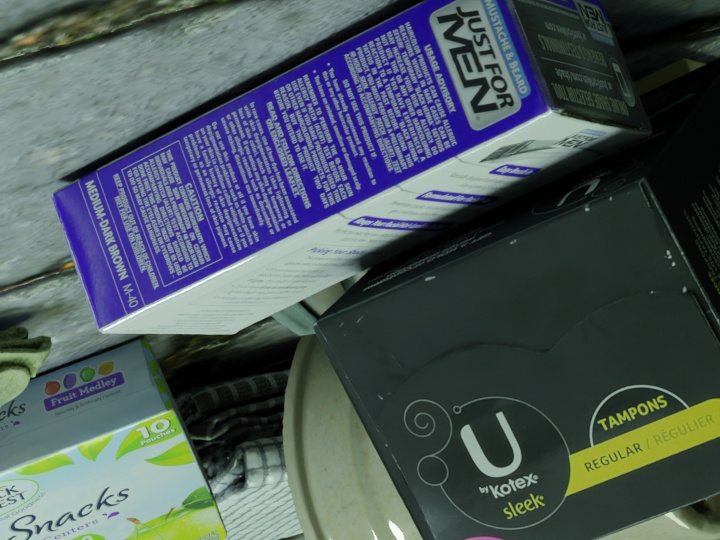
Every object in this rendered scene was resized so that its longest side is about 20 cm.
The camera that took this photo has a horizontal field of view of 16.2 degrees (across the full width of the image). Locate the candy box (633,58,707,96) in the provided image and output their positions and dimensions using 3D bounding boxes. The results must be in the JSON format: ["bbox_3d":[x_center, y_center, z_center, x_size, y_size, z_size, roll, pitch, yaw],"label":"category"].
[{"bbox_3d":[0.150,-0.047,1.216,0.115,0.055,0.200,-25,168,25],"label":"candy box"}]

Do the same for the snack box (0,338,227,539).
[{"bbox_3d":[-0.182,0.122,1.307,0.200,0.053,0.142,-21,145,-3],"label":"snack box"}]

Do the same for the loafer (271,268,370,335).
[{"bbox_3d":[0.000,0.000,1.145,0.063,0.072,0.200,-29,165,10],"label":"loafer"}]

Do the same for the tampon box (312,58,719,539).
[{"bbox_3d":[0.099,0.018,1.032,0.150,0.126,0.200,-25,-172,24],"label":"tampon box"}]

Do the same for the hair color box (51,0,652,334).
[{"bbox_3d":[-0.003,-0.041,0.956,0.200,0.065,0.109,-24,169,22],"label":"hair color box"}]

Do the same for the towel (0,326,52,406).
[{"bbox_3d":[-0.246,0.078,1.137,0.200,0.036,0.148,-29,165,35],"label":"towel"}]

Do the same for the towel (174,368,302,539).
[{"bbox_3d":[-0.062,0.106,1.489,0.166,0.086,0.200,-9,163,-34],"label":"towel"}]

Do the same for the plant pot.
[{"bbox_3d":[0.096,0.079,1.261,0.183,0.200,0.200,-16,174,39],"label":"plant pot"}]
